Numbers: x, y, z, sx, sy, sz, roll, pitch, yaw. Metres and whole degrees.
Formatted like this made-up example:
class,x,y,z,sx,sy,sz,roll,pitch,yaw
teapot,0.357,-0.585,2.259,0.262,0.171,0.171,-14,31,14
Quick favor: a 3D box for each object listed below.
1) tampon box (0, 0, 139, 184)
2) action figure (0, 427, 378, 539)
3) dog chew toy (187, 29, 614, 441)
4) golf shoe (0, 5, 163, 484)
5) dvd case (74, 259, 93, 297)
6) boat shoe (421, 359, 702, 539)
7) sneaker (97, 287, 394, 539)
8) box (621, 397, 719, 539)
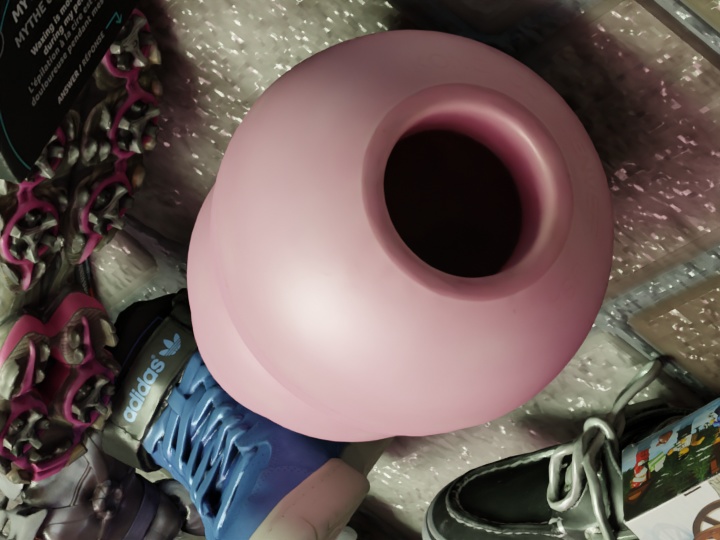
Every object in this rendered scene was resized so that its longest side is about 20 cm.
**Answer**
class,x,y,z,sx,sy,sz,roll,pitch,yaw
tampon box,-0.138,-0.152,0.754,0.126,0.150,0.200,14,147,26
action figure,-0.083,0.105,1.131,0.200,0.130,0.069,30,178,-29
dog chew toy,0.000,0.000,0.902,0.124,0.125,0.200,35,158,-8
golf shoe,-0.127,-0.025,0.979,0.092,0.073,0.200,35,127,31
dvd case,-0.175,-0.033,1.104,0.146,0.022,0.200,22,149,14
boat shoe,0.100,0.074,0.968,0.199,0.074,0.068,0,133,39
sneaker,-0.054,0.064,1.014,0.111,0.077,0.200,34,-166,1
box,0.195,0.100,0.891,0.136,0.038,0.200,-31,118,25
